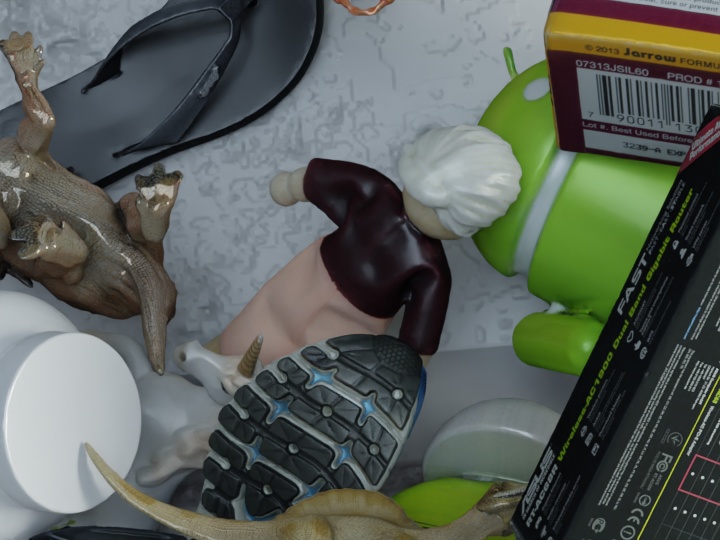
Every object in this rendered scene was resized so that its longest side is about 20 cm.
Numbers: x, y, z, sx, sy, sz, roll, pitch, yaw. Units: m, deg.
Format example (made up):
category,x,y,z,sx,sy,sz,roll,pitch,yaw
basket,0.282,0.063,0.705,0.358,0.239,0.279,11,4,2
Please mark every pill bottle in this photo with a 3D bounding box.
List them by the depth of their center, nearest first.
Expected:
category,x,y,z,sx,sy,sz,roll,pitch,yaw
pill bottle,-0.193,0.064,1.140,0.199,0.112,0.113,0,78,44

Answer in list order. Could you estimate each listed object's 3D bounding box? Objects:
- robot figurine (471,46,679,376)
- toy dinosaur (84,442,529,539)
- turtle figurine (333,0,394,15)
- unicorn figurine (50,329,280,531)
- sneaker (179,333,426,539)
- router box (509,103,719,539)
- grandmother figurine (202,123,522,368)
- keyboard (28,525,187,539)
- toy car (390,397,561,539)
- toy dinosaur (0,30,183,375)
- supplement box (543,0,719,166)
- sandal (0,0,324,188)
category,x,y,z,sx,sy,sz,roll,pitch,yaw
robot figurine,0.135,-0.026,1.173,0.199,0.116,0.176,28,84,12
toy dinosaur,-0.019,0.120,1.055,0.199,0.101,0.058,2,123,-1
turtle figurine,-0.013,-0.193,1.244,0.161,0.065,0.201,13,54,17
unicorn figurine,-0.113,0.084,1.202,0.137,0.074,0.201,26,111,22
sneaker,-0.032,0.103,1.165,0.078,0.090,0.200,43,116,14
router box,0.170,0.052,1.013,0.149,0.062,0.201,21,104,-17
grandmother figurine,0.000,0.000,1.169,0.121,0.061,0.200,51,126,5
keyboard,-0.077,0.188,1.139,0.126,0.201,0.021,9,44,14
toy car,0.090,0.168,1.136,0.199,0.150,0.175,15,50,6
toy dinosaur,-0.137,-0.015,1.180,0.200,0.136,0.086,38,67,22
supplement box,0.159,-0.147,1.119,0.110,0.086,0.201,10,58,16
sandal,-0.102,-0.090,1.254,0.200,0.043,0.076,-35,78,1
